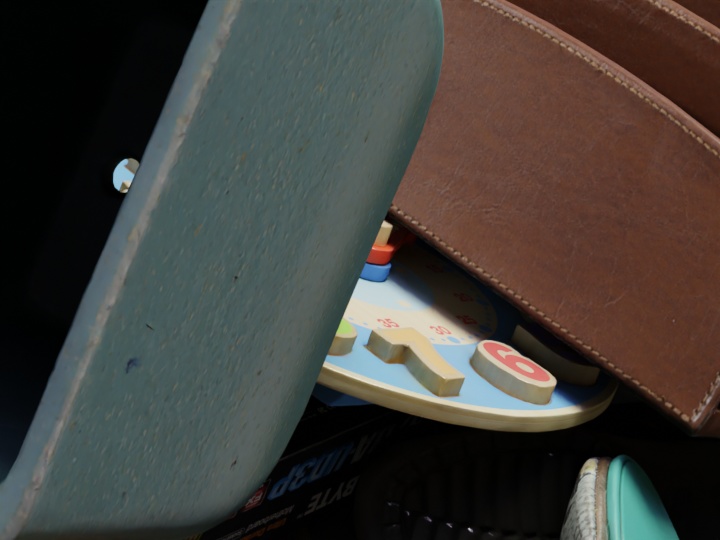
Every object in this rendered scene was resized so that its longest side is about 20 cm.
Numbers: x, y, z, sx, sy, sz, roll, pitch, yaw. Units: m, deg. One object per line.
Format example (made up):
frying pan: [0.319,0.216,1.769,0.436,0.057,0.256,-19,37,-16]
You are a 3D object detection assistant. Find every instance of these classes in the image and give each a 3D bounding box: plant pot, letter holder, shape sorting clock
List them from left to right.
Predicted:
plant pot: [-0.087,-0.035,0.706,0.195,0.197,0.200,23,-1,26]
shape sorting clock: [0.000,0.000,0.877,0.199,0.039,0.200,17,17,-5]
letter holder: [0.099,-0.053,0.874,0.200,0.142,0.100,37,15,31]

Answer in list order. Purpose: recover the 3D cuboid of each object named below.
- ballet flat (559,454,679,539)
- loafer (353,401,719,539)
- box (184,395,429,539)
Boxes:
ballet flat: [0.085,0.147,0.782,0.072,0.072,0.201,6,43,-22]
loafer: [0.079,0.082,0.892,0.199,0.073,0.071,2,11,-29]
box: [-0.086,0.035,0.858,0.159,0.046,0.200,35,28,22]
